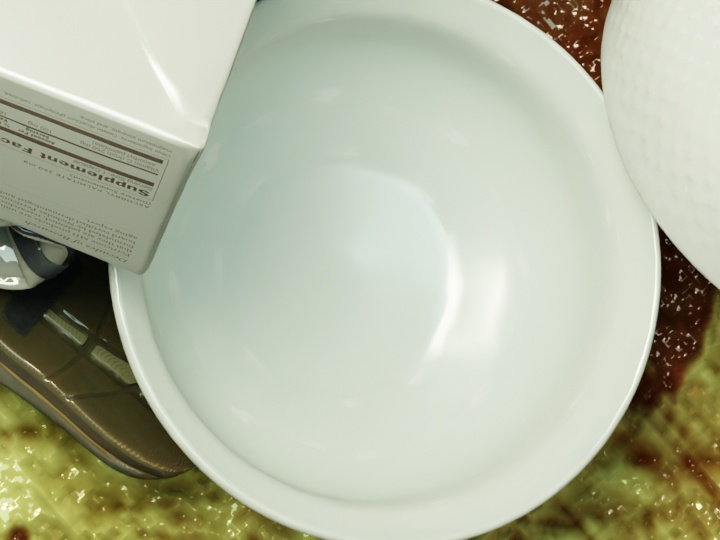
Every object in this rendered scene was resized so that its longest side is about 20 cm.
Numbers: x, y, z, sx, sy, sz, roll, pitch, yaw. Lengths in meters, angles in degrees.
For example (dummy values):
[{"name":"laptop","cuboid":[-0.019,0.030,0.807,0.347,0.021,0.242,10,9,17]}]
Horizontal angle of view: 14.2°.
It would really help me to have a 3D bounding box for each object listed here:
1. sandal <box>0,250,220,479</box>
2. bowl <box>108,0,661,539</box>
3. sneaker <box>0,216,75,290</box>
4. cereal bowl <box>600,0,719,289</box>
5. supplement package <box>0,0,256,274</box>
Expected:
[{"name":"sandal","cuboid":[-0.132,0.001,1.057,0.200,0.055,0.082,45,53,-6]},{"name":"bowl","cuboid":[0.000,0.000,1.042,0.200,0.090,0.202,1,85,-15]},{"name":"sneaker","cuboid":[-0.103,-0.073,1.019,0.202,0.077,0.147,-17,75,-28]},{"name":"cereal bowl","cuboid":[0.190,-0.071,1.024,0.199,0.083,0.201,12,57,-18]},{"name":"supplement package","cuboid":[-0.128,-0.118,0.919,0.199,0.111,0.156,21,66,-6]}]
